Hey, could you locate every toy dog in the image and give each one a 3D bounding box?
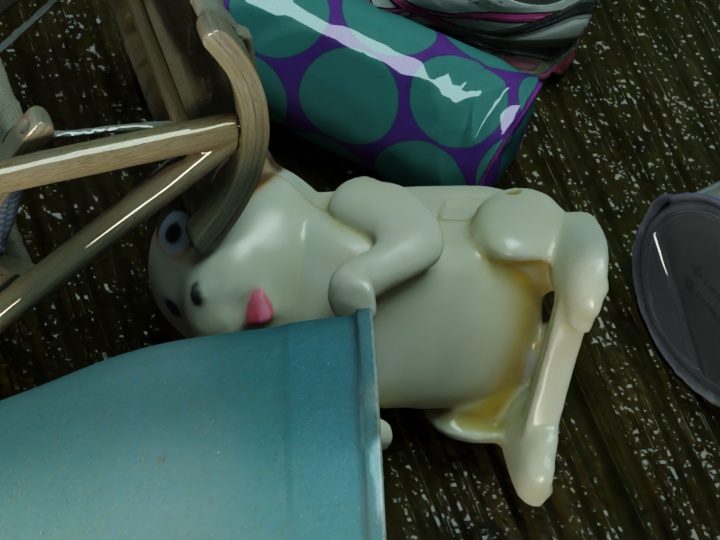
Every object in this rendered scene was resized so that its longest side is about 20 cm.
[{"bbox_3d":[0.000,0.000,1.277,0.199,0.140,0.194,9,36,-10],"label":"toy dog"}]

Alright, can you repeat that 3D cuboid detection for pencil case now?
[{"bbox_3d":[-0.010,-0.103,1.393,0.199,0.085,0.092,26,8,4],"label":"pencil case"}]

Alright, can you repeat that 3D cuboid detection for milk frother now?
[{"bbox_3d":[0.273,-0.018,1.336,0.188,0.200,0.181,-25,66,-33],"label":"milk frother"}]

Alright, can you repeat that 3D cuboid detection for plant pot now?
[{"bbox_3d":[-0.083,0.120,1.120,0.187,0.200,0.201,-2,50,0],"label":"plant pot"}]

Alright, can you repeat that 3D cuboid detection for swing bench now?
[{"bbox_3d":[-0.150,-0.093,1.242,0.199,0.130,0.199,-24,48,2],"label":"swing bench"}]

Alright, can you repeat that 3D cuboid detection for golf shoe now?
[{"bbox_3d":[0.029,-0.164,1.455,0.199,0.092,0.073,9,50,-9],"label":"golf shoe"}]
